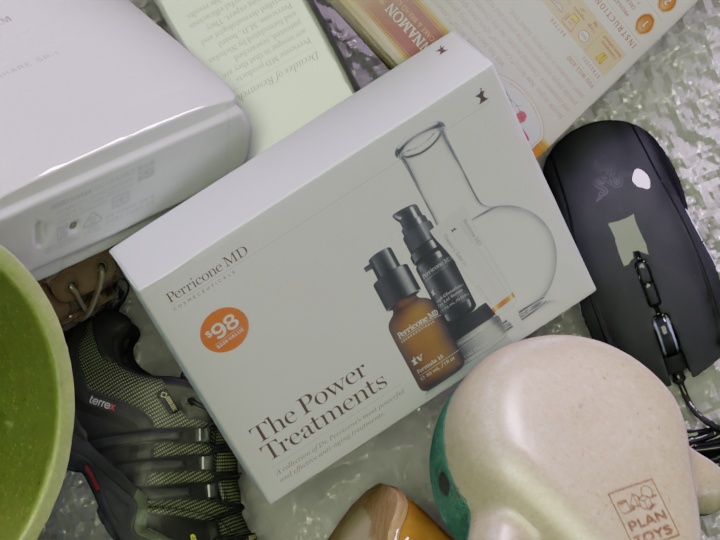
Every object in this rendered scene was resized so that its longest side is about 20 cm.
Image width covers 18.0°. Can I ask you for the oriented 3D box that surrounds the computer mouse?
[{"bbox_3d":[0.178,0.009,1.171,0.140,0.046,0.200,-15,85,5],"label":"computer mouse"}]

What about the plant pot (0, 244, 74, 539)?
[{"bbox_3d":[-0.263,0.055,1.023,0.200,0.190,0.200,-10,107,-37],"label":"plant pot"}]

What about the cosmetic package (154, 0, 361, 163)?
[{"bbox_3d":[-0.057,-0.127,1.173,0.074,0.102,0.200,-30,86,4],"label":"cosmetic package"}]

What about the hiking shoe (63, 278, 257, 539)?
[{"bbox_3d":[-0.090,0.099,1.174,0.101,0.076,0.200,-44,83,4],"label":"hiking shoe"}]

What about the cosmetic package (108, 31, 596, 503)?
[{"bbox_3d":[0.000,0.000,1.110,0.200,0.052,0.151,-33,123,-6],"label":"cosmetic package"}]

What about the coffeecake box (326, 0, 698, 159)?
[{"bbox_3d":[0.088,-0.169,1.138,0.200,0.073,0.154,-44,125,1],"label":"coffeecake box"}]

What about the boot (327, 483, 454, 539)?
[{"bbox_3d":[0.059,0.188,1.125,0.144,0.201,0.071,35,96,-18],"label":"boot"}]

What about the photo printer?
[{"bbox_3d":[-0.177,-0.087,1.114,0.166,0.070,0.200,-26,51,-30],"label":"photo printer"}]

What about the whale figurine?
[{"bbox_3d":[0.111,0.132,1.113,0.159,0.104,0.200,-16,68,-33],"label":"whale figurine"}]

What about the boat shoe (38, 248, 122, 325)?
[{"bbox_3d":[-0.153,-0.008,1.163,0.064,0.071,0.200,21,65,-2],"label":"boat shoe"}]
